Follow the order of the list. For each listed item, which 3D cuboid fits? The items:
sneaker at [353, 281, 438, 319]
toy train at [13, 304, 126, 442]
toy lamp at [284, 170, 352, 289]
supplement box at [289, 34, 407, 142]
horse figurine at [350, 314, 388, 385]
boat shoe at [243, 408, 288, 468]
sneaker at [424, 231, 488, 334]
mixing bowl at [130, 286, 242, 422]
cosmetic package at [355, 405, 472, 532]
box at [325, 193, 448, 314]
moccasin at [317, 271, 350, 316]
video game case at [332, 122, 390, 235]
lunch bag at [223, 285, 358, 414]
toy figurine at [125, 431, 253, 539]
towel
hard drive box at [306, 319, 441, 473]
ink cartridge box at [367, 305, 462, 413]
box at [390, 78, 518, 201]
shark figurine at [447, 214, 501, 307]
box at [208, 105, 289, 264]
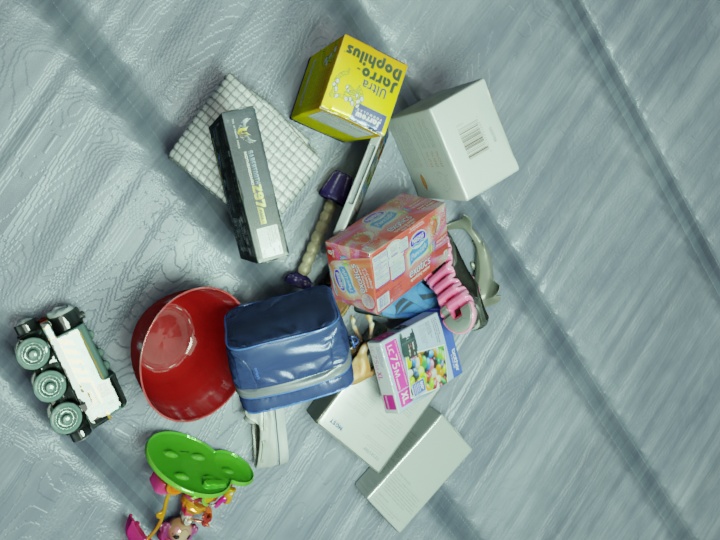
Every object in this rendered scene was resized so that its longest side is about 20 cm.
[{"bbox_3d":[0.063,0.043,1.197,0.197,0.065,0.081,5,93,-46],"label":"sneaker"},{"bbox_3d":[-0.437,0.153,1.056,0.112,0.085,0.204,-28,103,-26],"label":"toy train"},{"bbox_3d":[-0.065,-0.067,1.169,0.057,0.058,0.204,21,90,-20],"label":"toy lamp"},{"bbox_3d":[-0.024,-0.273,1.082,0.107,0.199,0.112,19,91,-20],"label":"supplement box"},{"bbox_3d":[-0.038,0.141,1.149,0.194,0.050,0.137,-3,88,2],"label":"horse figurine"},{"bbox_3d":[-0.163,0.233,1.162,0.064,0.073,0.206,-11,99,-21],"label":"boat shoe"},{"bbox_3d":[0.164,0.017,1.202,0.094,0.079,0.204,8,56,-44],"label":"sneaker"},{"bbox_3d":[-0.274,0.116,1.074,0.197,0.107,0.206,-15,110,-44],"label":"mixing bowl"},{"bbox_3d":[0.096,0.355,1.269,0.200,0.074,0.102,-45,108,-11],"label":"cosmetic package"},{"bbox_3d":[0.046,-0.032,1.091,0.199,0.093,0.105,-35,129,-40],"label":"box"},{"bbox_3d":[0.001,0.000,1.192,0.078,0.073,0.203,42,77,-34],"label":"moccasin"},{"bbox_3d":[0.004,-0.145,1.140,0.018,0.143,0.204,22,89,2],"label":"video game case"},{"bbox_3d":[-0.098,0.122,1.050,0.195,0.137,0.135,-13,117,-4],"label":"lunch bag"},{"bbox_3d":[-0.292,0.383,1.127,0.198,0.150,0.187,20,104,-44],"label":"toy figurine"},{"bbox_3d":[-0.179,-0.179,1.103,0.199,0.085,0.167,39,82,-18],"label":"towel"},{"bbox_3d":[0.028,0.218,1.225,0.155,0.077,0.201,42,82,-19],"label":"hard drive box"},{"bbox_3d":[0.104,0.141,1.171,0.198,0.041,0.122,-23,101,-42],"label":"ink cartridge box"},{"bbox_3d":[0.145,-0.209,1.148,0.105,0.200,0.155,-29,105,-12],"label":"box"},{"bbox_3d":[0.219,0.005,1.262,0.125,0.089,0.221,-5,100,-20],"label":"shark figurine"},{"bbox_3d":[-0.160,-0.116,0.986,0.050,0.157,0.205,-14,98,-18],"label":"box"}]
